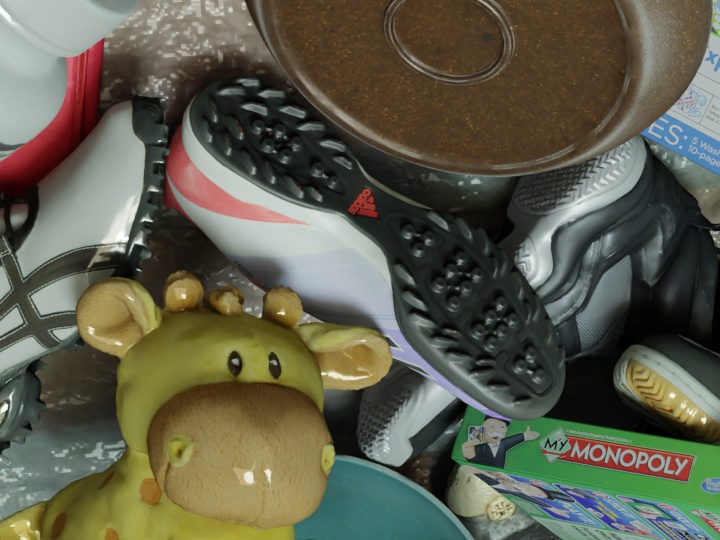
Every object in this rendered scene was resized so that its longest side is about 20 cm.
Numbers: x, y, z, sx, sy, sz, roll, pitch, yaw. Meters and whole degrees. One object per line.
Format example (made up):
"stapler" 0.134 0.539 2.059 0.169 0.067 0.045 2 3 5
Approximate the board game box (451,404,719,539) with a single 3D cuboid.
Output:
"board game box" 0.145 0.117 0.886 0.134 0.029 0.200 6 160 33

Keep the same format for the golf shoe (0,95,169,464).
"golf shoe" -0.154 0.000 0.813 0.094 0.078 0.200 28 111 -21

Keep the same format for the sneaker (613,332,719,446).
"sneaker" 0.199 0.057 0.865 0.200 0.076 0.088 26 92 -32

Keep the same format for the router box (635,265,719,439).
"router box" 0.245 0.032 0.924 0.157 0.052 0.200 15 117 -17

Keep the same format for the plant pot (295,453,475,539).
"plant pot" -0.017 0.201 0.925 0.200 0.200 0.135 -21 157 5

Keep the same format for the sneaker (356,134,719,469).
"sneaker" 0.092 0.032 0.888 0.114 0.076 0.200 32 109 -21

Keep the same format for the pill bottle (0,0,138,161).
"pill bottle" -0.186 -0.077 0.750 0.200 0.111 0.111 -34 120 20

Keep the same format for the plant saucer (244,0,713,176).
"plant saucer" 0.039 -0.104 0.771 0.200 0.035 0.200 12 140 10

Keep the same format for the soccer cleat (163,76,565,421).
"soccer cleat" 0.000 0.000 0.831 0.200 0.068 0.073 38 141 2

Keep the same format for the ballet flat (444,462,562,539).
"ballet flat" 0.095 0.167 0.980 0.066 0.057 0.200 -22 121 4

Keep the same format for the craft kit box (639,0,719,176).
"craft kit box" 0.203 -0.120 0.780 0.200 0.049 0.198 30 119 12

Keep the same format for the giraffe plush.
"giraffe plush" -0.058 0.091 0.787 0.172 0.200 0.162 -2 121 -45

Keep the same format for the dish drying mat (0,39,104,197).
"dish drying mat" -0.152 -0.062 0.832 0.077 0.018 0.200 4 120 -9
